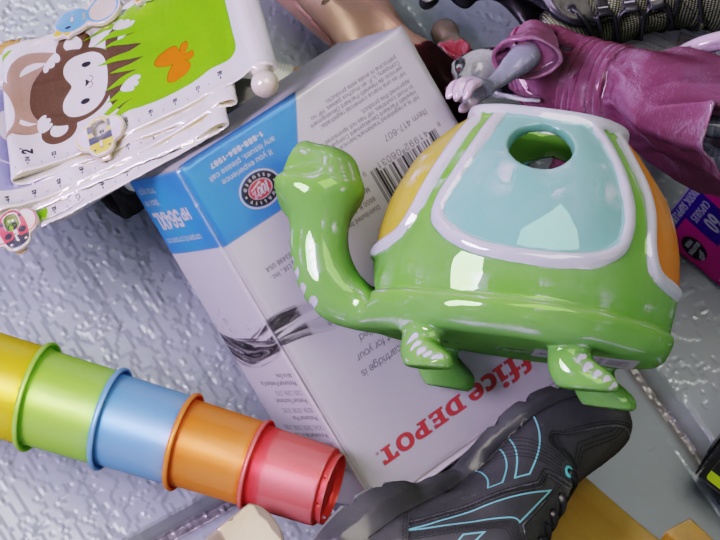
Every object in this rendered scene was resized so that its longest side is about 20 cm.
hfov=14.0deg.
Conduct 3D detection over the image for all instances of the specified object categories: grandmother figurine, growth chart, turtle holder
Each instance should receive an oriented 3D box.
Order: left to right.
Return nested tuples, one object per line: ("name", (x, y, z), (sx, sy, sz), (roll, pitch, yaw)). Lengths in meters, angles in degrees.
("growth chart", (-0.131, -0.088, 1.473), (0.200, 0.018, 0.145), (-32, 47, 4))
("grandmother figurine", (0.023, -0.110, 1.603), (0.200, 0.061, 0.121), (49, 46, 10))
("turtle holder", (0.064, -0.010, 1.414), (0.185, 0.141, 0.132), (5, 83, 31))

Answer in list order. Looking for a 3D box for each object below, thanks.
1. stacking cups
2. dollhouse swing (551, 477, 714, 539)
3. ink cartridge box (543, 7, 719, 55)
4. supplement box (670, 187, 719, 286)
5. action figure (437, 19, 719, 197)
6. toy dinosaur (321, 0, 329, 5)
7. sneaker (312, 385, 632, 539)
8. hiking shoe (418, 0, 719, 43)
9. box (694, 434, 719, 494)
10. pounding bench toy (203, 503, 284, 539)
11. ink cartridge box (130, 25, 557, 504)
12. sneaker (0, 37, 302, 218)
("stacking cups", (-0.108, 0.080, 1.446), (0.200, 0.061, 0.061), (17, 61, 15))
("dollhouse swing", (0.084, 0.217, 1.483), (0.200, 0.176, 0.182), (-26, 116, -24))
("ink cartridge box", (0.157, -0.155, 1.665), (0.109, 0.050, 0.200), (21, 65, -4))
("supplement box", (0.278, -0.010, 1.601), (0.200, 0.101, 0.103), (39, 63, 5))
("action figure", (0.129, -0.098, 1.508), (0.200, 0.134, 0.149), (20, 68, 27))
("toy dinosaur", (0.080, -0.197, 1.543), (0.200, 0.060, 0.106), (1, 69, 0))
("sneaker", (0.066, 0.125, 1.445), (0.200, 0.075, 0.079), (-29, 60, -30))
("hiking shoe", (0.135, -0.144, 1.595), (0.200, 0.076, 0.101), (19, 72, 6))
("box", (0.309, 0.092, 1.521), (0.200, 0.193, 0.048), (37, 27, 4))
("pounding bench toy", (-0.097, 0.217, 1.384), (0.156, 0.124, 0.200), (-8, 68, -18))
("ink cartridge box", (0.000, 0.000, 1.493), (0.146, 0.084, 0.200), (-34, 101, -21))
("sneaker", (-0.103, -0.066, 1.550), (0.200, 0.076, 0.088), (3, 72, -4))
